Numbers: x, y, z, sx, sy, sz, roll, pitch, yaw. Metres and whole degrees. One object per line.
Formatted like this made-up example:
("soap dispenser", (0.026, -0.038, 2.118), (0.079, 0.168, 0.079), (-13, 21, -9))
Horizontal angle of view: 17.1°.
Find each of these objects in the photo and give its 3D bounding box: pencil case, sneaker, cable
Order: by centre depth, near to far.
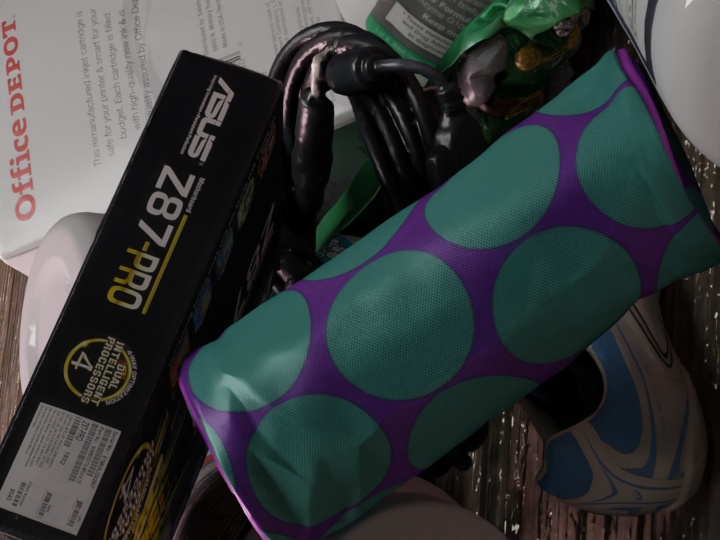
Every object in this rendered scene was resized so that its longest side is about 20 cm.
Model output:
("pencil case", (0.033, 0.013, 0.836), (0.200, 0.085, 0.092), (-35, -1, 8))
("sneaker", (0.085, 0.017, 0.964), (0.200, 0.072, 0.072), (-103, 29, -50))
("cable", (0.000, 0.000, 0.995), (0.163, 0.051, 0.201), (13, 116, 55))

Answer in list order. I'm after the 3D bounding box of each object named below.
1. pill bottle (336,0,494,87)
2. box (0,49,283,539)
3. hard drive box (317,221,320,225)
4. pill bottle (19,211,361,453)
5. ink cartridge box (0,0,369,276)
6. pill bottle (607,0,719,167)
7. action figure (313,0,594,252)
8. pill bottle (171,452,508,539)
("pill bottle", (0.073, -0.173, 1.033), (0.200, 0.113, 0.114), (129, 146, -51))
("box", (-0.083, 0.041, 0.914), (0.161, 0.049, 0.201), (98, -168, -64))
("hard drive box", (-0.064, -0.043, 1.284), (0.156, 0.076, 0.201), (60, -146, -68))
("pill bottle", (-0.051, 0.035, 1.117), (0.111, 0.199, 0.111), (-18, 69, 62))
("ink cartridge box", (-0.080, -0.087, 1.158), (0.199, 0.086, 0.147), (-22, 62, 22))
("pill bottle", (0.145, -0.097, 0.794), (0.200, 0.119, 0.120), (-109, 36, -53))
("action figure", (0.053, -0.068, 1.021), (0.055, 0.118, 0.200), (50, 149, 13))
("pill bottle", (-0.013, 0.131, 0.953), (0.200, 0.113, 0.115), (-179, 100, -70))
